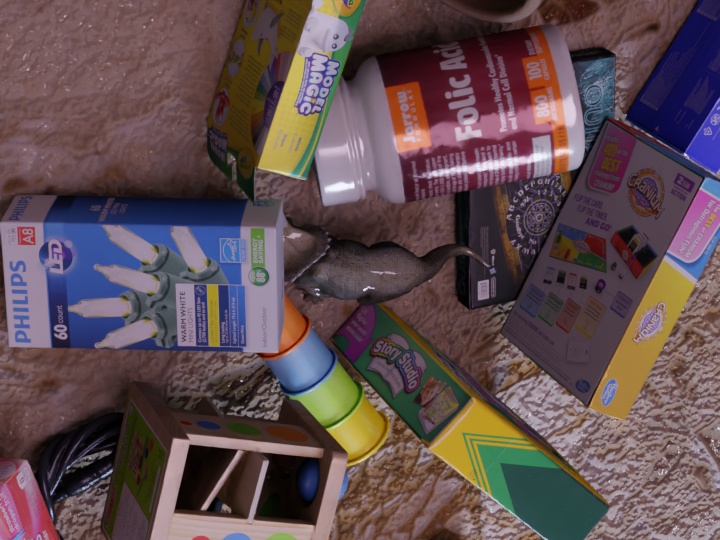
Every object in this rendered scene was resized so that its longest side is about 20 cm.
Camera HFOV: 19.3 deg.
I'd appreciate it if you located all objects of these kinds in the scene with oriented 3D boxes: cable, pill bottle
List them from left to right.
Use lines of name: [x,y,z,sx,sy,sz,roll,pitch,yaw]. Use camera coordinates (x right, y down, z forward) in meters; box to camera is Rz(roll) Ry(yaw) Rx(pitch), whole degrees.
cable: [-0.197,0.213,1.674,0.163,0.051,0.200,15,105,-29]
pill bottle: [0.060,-0.114,1.595,0.200,0.114,0.114,-11,117,-2]

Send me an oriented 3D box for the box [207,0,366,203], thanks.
box: [-0.054,-0.155,1.544,0.048,0.117,0.200,14,106,-28]

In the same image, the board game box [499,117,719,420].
board game box: [0.201,-0.004,1.669,0.040,0.153,0.200,20,102,-30]

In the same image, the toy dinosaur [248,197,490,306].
toy dinosaur: [0.000,0.000,1.626,0.200,0.102,0.077,15,93,-7]

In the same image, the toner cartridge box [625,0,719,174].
toner cartridge box: [0.303,-0.184,1.707,0.043,0.095,0.200,28,99,-31]

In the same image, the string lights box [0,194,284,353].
string lights box: [-0.157,0.002,1.552,0.200,0.059,0.103,1,113,3]

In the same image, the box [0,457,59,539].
box: [-0.283,0.248,1.600,0.103,0.095,0.200,-54,136,-48]

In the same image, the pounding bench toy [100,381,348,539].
pounding bench toy: [-0.106,0.205,1.614,0.156,0.124,0.200,9,103,-23]

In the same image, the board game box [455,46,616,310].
board game box: [0.142,-0.074,1.719,0.135,0.028,0.200,-11,115,-21]

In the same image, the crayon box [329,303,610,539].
crayon box: [0.084,0.121,1.674,0.173,0.200,0.058,38,93,-32]

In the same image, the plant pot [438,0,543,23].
plant pot: [0.107,-0.307,1.527,0.175,0.200,0.200,-45,123,-21]

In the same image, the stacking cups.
stacking cups: [-0.051,0.070,1.673,0.060,0.061,0.200,-39,121,-5]
